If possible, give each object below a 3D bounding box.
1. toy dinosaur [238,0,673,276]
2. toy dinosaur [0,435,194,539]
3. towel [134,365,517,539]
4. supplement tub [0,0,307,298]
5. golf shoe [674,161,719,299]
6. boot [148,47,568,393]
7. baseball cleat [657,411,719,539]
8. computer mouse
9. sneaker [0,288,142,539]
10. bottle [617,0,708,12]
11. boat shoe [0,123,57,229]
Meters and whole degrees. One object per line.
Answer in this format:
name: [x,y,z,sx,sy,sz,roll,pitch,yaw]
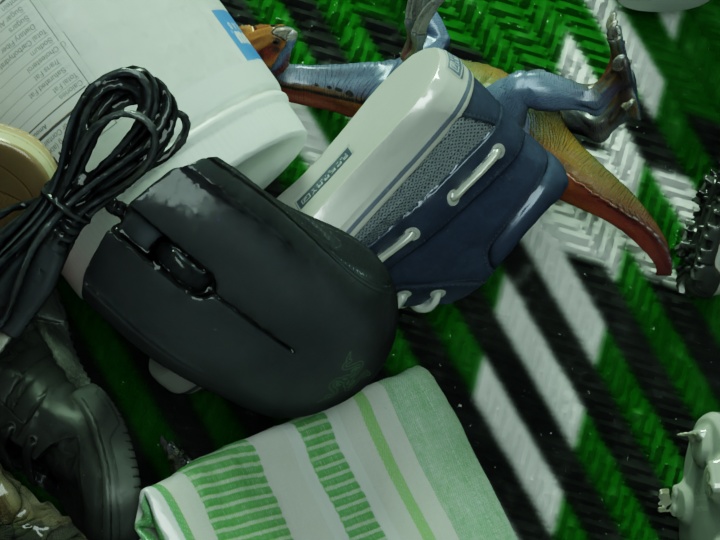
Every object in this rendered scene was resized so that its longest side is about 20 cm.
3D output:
toy dinosaur: [0.036,-0.076,1.258,0.180,0.105,0.201,-12,89,8]
toy dinosaur: [-0.087,0.133,1.210,0.200,0.047,0.088,42,90,2]
towel: [0.000,0.132,1.178,0.200,0.023,0.153,-19,79,-47]
supplement tub: [-0.130,-0.103,1.214,0.132,0.132,0.200,-35,85,-14]
golf shoe: [0.225,-0.058,1.283,0.094,0.078,0.200,35,76,0]
boot: [0.000,0.000,1.227,0.090,0.073,0.200,40,103,-22]
baseball cleat: [0.199,0.162,1.241,0.106,0.070,0.201,-5,87,-16]
computer mouse: [-0.060,0.013,1.143,0.199,0.053,0.139,27,109,-34]
sneaker: [-0.172,0.052,1.178,0.104,0.060,0.200,-12,48,-21]
bottle: [0.144,-0.227,1.315,0.083,0.065,0.201,0,77,-8]
boat shoe: [-0.212,-0.045,1.180,0.199,0.065,0.072,2,117,23]
